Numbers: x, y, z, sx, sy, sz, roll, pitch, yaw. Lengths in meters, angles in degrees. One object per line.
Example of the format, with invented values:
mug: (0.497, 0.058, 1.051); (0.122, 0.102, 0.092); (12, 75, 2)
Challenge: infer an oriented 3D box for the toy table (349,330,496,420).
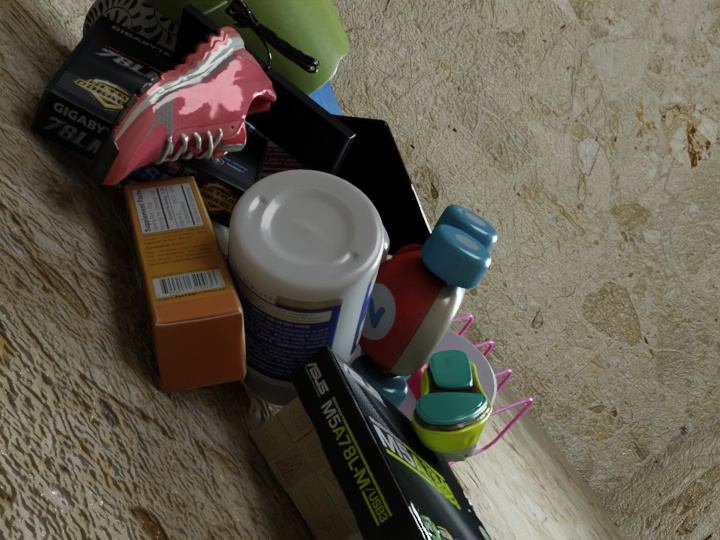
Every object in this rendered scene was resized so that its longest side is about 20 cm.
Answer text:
toy table: (0.063, 0.134, 1.080); (0.198, 0.185, 0.117); (20, -9, 18)

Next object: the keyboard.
keyboard: (-0.086, -0.178, 0.844); (0.199, 0.021, 0.127); (38, -36, 4)

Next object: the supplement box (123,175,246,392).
supplement box: (-0.141, 0.003, 0.721); (0.201, 0.068, 0.067); (-117, -157, -52)

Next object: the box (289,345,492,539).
box: (0.042, 0.177, 0.714); (0.200, 0.047, 0.194); (46, 11, -44)

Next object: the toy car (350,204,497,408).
toy car: (0.000, 0.000, 0.889); (0.199, 0.185, 0.177); (31, 19, 3)

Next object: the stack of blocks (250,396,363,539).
stack of blocks: (0.002, 0.201, 0.767); (0.201, 0.058, 0.115); (55, 8, 15)

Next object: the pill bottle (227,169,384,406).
pill bottle: (-0.053, 0.026, 0.760); (0.120, 0.119, 0.201); (56, -27, 28)

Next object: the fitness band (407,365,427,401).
fitness band: (0.004, 0.113, 0.977); (0.143, 0.038, 0.201); (-17, 64, -40)

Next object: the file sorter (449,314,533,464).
file sorter: (0.113, 0.144, 1.233); (0.125, 0.139, 0.201); (-10, 56, -41)

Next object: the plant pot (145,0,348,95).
plant pot: (-0.107, -0.278, 0.948); (0.190, 0.199, 0.201); (51, 7, -37)

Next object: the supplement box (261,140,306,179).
supplement box: (-0.101, -0.135, 1.149); (0.131, 0.102, 0.202); (-108, -159, -70)

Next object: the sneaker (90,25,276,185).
sneaker: (-0.137, -0.125, 0.760); (0.087, 0.074, 0.200); (44, 53, -8)

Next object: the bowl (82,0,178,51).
bowl: (-0.218, -0.227, 1.052); (0.201, 0.199, 0.095); (43, 34, -52)

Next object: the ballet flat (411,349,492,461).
ballet flat: (0.081, 0.128, 0.804); (0.200, 0.066, 0.068); (-64, 151, -77)

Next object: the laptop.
laptop: (0.017, -0.126, 1.016); (0.199, 0.116, 0.188); (15, -37, 42)

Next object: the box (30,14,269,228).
box: (-0.184, -0.146, 0.867); (0.199, 0.050, 0.199); (26, 31, -15)

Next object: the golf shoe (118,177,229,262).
golf shoe: (-0.145, -0.042, 0.879); (0.200, 0.092, 0.073); (48, 11, -20)
